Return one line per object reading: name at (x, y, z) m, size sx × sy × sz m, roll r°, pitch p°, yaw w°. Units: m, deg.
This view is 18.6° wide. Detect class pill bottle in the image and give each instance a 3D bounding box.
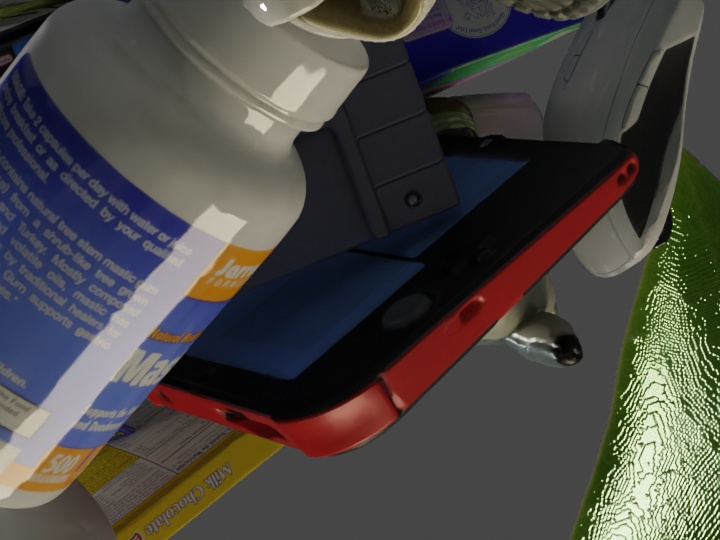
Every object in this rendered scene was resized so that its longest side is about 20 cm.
pill bottle at (-0.090, -0.023, 0.768) m, size 0.200 × 0.112 × 0.112 m, roll -48°, pitch 173°, yaw 17°

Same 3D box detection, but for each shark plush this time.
shark plush at (0.042, 0.003, 1.015) m, size 0.083 × 0.091 × 0.200 m, roll -23°, pitch -173°, yaw 3°

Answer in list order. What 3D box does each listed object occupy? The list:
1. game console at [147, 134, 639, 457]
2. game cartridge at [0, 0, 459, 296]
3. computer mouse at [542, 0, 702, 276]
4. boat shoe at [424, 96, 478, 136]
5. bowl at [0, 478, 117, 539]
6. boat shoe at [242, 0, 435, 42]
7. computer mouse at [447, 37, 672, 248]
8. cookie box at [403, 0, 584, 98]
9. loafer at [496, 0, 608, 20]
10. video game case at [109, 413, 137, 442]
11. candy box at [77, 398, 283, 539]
game console at (0.000, 0.000, 0.903) m, size 0.177 × 0.031 × 0.200 m, roll -44°, pitch -156°, yaw -19°
game cartridge at (-0.074, -0.048, 0.855) m, size 0.199 × 0.130 × 0.038 m, roll -22°, pitch -161°, yaw -5°
computer mouse at (0.111, -0.099, 0.932) m, size 0.044 × 0.201 × 0.110 m, roll 13°, pitch 174°, yaw -24°
boat shoe at (-0.013, -0.001, 1.062) m, size 0.201 × 0.066 × 0.072 m, roll -42°, pitch 147°, yaw 26°
bowl at (-0.174, 0.093, 0.876) m, size 0.200 × 0.091 × 0.201 m, roll 22°, pitch -179°, yaw 0°
boat shoe at (-0.004, -0.104, 0.701) m, size 0.071 × 0.070 × 0.200 m, roll -24°, pitch -179°, yaw 23°
computer mouse at (0.058, -0.050, 1.086) m, size 0.199 × 0.110 × 0.044 m, roll -12°, pitch 170°, yaw 36°
cookie box at (0.001, -0.111, 1.065) m, size 0.171 × 0.075 × 0.200 m, roll -24°, pitch -177°, yaw -41°
loafer at (0.090, -0.151, 0.703) m, size 0.075 × 0.070 × 0.200 m, roll 24°, pitch 155°, yaw -16°
video game case at (-0.232, 0.069, 1.013) m, size 0.199 × 0.046 × 0.181 m, roll -21°, pitch 157°, yaw 14°
candy box at (-0.132, 0.118, 1.035) m, size 0.200 × 0.026 × 0.102 m, roll -37°, pitch -152°, yaw -24°
